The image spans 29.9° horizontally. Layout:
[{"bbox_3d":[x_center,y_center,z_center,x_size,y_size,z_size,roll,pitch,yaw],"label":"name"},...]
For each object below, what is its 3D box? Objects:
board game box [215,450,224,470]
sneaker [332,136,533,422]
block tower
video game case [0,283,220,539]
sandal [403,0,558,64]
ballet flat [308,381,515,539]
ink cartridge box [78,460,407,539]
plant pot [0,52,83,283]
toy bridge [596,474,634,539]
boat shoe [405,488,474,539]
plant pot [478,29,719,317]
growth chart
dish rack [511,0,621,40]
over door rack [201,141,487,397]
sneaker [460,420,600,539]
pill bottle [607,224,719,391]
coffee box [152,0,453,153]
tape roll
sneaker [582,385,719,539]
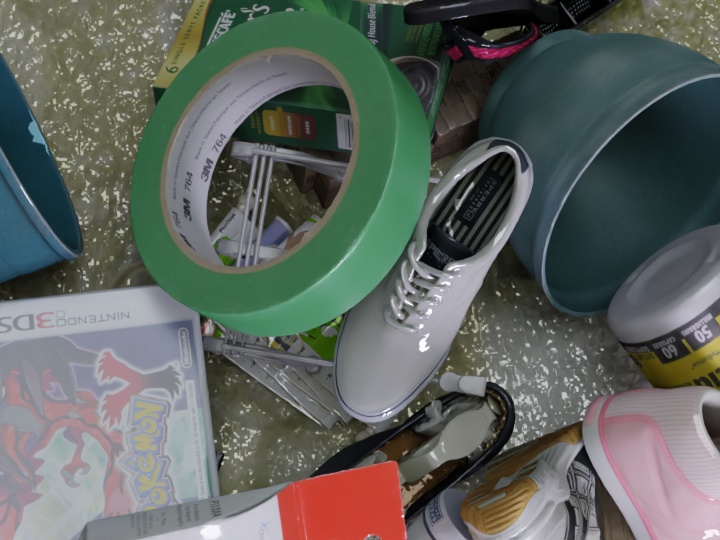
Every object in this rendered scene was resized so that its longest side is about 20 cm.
[{"bbox_3d":[-0.205,0.150,0.883,0.198,0.035,0.137,21,69,-2],"label":"board game box"},{"bbox_3d":[0.040,0.002,0.836,0.072,0.071,0.202,28,90,10],"label":"sneaker"},{"bbox_3d":[0.042,-0.111,1.007,0.198,0.058,0.054,-24,76,-15],"label":"block tower"},{"bbox_3d":[-0.183,0.114,0.860,0.180,0.023,0.203,-6,78,-10],"label":"video game case"},{"bbox_3d":[0.092,-0.165,0.931,0.074,0.199,0.046,2,98,26],"label":"sandal"},{"bbox_3d":[0.027,0.136,0.909,0.199,0.073,0.073,-32,79,-18],"label":"ballet flat"},{"bbox_3d":[-0.061,0.215,0.829,0.197,0.057,0.165,-9,107,-4],"label":"ink cartridge box"},{"bbox_3d":[-0.306,-0.059,0.863,0.186,0.200,0.202,-26,77,-3],"label":"plant pot"},{"bbox_3d":[0.194,0.229,0.902,0.027,0.067,0.202,-24,67,27],"label":"toy bridge"},{"bbox_3d":[0.108,0.224,0.898,0.200,0.074,0.065,41,112,-9],"label":"boat shoe"},{"bbox_3d":[0.168,-0.088,0.961,0.199,0.201,0.134,-28,53,-18],"label":"plant pot"},{"bbox_3d":[-0.035,0.031,0.964,0.199,0.018,0.146,31,70,0],"label":"growth chart"},{"bbox_3d":[0.138,-0.281,1.080,0.153,0.055,0.201,-34,82,-19],"label":"dish rack"},{"bbox_3d":[0.000,0.000,0.912,0.197,0.067,0.150,8,86,9],"label":"over door rack"},{"bbox_3d":[0.121,0.161,0.876,0.075,0.200,0.088,-28,89,25],"label":"sneaker"},{"bbox_3d":[0.269,0.077,0.933,0.111,0.111,0.201,-44,103,-20],"label":"pill bottle"},{"bbox_3d":[-0.038,-0.144,0.964,0.197,0.044,0.124,9,50,12],"label":"coffee box"},{"bbox_3d":[-0.053,-0.062,0.847,0.198,0.048,0.203,-12,66,27],"label":"tape roll"},{"bbox_3d":[0.237,0.157,0.882,0.201,0.104,0.075,55,42,-16],"label":"sneaker"}]
